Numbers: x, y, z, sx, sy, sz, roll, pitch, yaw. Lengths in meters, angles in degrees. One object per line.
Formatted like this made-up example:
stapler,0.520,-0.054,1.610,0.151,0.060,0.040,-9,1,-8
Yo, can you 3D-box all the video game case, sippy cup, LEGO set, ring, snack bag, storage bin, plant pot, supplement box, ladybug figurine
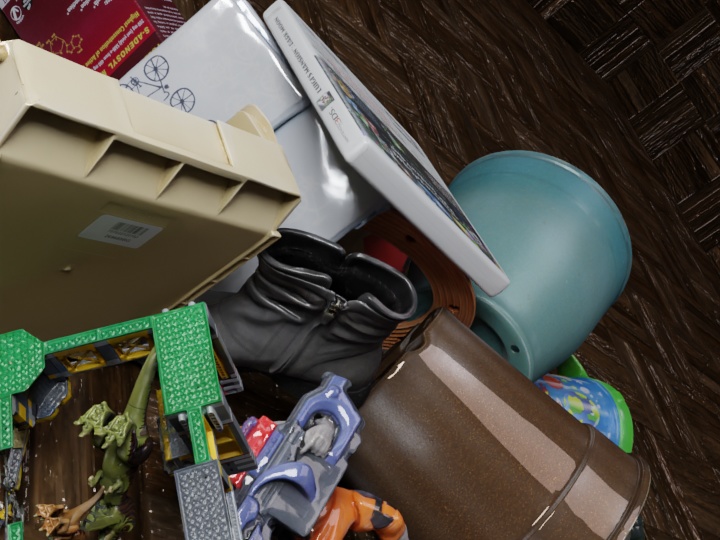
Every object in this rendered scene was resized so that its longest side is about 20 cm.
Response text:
video game case,0.019,-0.087,0.713,0.200,0.023,0.182,40,16,-46
sippy cup,0.180,0.159,0.986,0.130,0.140,0.178,21,22,-31
LEGO set,-0.115,0.119,0.514,0.116,0.153,0.201,79,-12,-59
ring,0.000,0.000,0.799,0.200,0.200,0.019,41,55,-24
snack bag,-0.103,-0.070,0.710,0.200,0.188,0.021,52,3,3
storage bin,-0.170,-0.038,0.536,0.200,0.198,0.094,15,47,-54
plant pot,0.126,0.020,0.910,0.200,0.200,0.188,49,46,-7
plant pot,0.080,0.148,0.757,0.198,0.200,0.200,45,24,1
supplement box,-0.190,-0.169,0.781,0.200,0.109,0.061,55,23,7
ladybug figurine,0.006,-0.047,0.879,0.200,0.071,0.136,80,2,-63

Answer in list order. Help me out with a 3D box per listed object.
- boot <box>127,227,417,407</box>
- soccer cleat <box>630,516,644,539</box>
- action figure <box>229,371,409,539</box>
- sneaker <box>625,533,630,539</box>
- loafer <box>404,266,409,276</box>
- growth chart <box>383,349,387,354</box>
boot,-0.070,0.017,0.636,0.199,0.132,0.070,12,52,-5
soccer cleat,0.240,0.224,1.085,0.081,0.068,0.201,0,53,-42
action figure,-0.053,0.175,0.616,0.194,0.105,0.200,47,58,-7
sneaker,0.206,0.252,0.889,0.090,0.066,0.201,19,-50,63
loafer,0.087,-0.004,1.092,0.076,0.067,0.200,52,19,20
growth chart,0.024,0.061,0.963,0.200,0.018,0.145,25,36,-46
